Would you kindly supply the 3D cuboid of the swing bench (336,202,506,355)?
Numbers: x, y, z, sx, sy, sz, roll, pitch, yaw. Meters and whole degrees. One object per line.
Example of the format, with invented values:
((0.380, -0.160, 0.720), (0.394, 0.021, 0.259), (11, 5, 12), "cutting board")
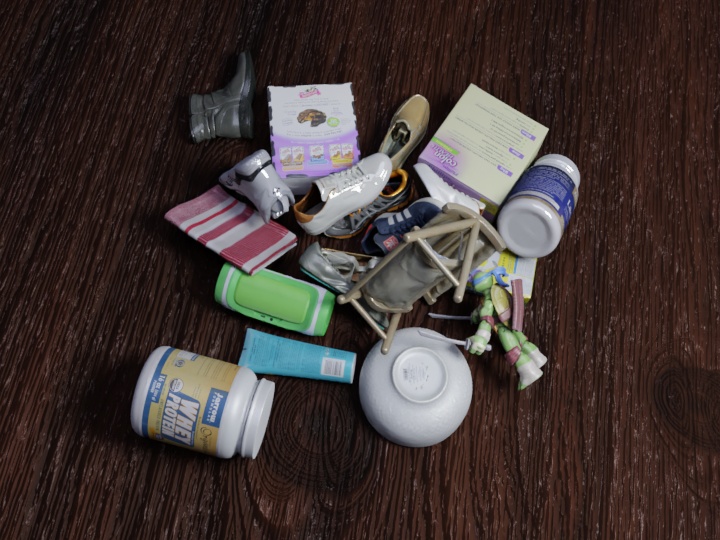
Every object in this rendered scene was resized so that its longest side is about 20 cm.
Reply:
((0.100, 0.001, 1.336), (0.130, 0.199, 0.200), (48, 40, 0), "swing bench")

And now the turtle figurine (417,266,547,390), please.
((0.214, 0.115, 1.398), (0.199, 0.144, 0.195), (-38, 89, -9), "turtle figurine")

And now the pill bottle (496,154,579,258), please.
((0.326, -0.122, 1.482), (0.115, 0.117, 0.201), (29, 44, 8), "pill bottle")

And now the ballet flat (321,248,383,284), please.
((0.000, 0.000, 1.459), (0.196, 0.063, 0.070), (7, 64, -2), "ballet flat")

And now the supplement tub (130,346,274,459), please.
((-0.246, 0.212, 1.303), (0.197, 0.145, 0.147), (14, 66, 2), "supplement tub")

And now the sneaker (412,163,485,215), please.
((0.168, -0.115, 1.465), (0.084, 0.073, 0.202), (-29, 75, -12), "sneaker")

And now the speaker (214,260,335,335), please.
((-0.146, 0.048, 1.416), (0.197, 0.089, 0.090), (18, 66, 4), "speaker")

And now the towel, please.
((-0.226, -0.075, 1.450), (0.198, 0.023, 0.144), (32, 39, 17), "towel")

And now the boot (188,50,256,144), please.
((-0.270, -0.339, 1.590), (0.128, 0.068, 0.203), (-1, 65, 2), "boot")

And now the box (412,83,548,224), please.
((0.225, -0.215, 1.552), (0.174, 0.097, 0.201), (32, 67, 9), "box")

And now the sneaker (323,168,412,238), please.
((0.008, -0.130, 1.510), (0.198, 0.077, 0.079), (-31, 74, -14), "sneaker")

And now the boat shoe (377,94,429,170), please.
((0.084, -0.266, 1.574), (0.071, 0.076, 0.202), (21, 66, 6), "boat shoe")

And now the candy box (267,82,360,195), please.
((-0.089, -0.249, 1.557), (0.165, 0.072, 0.203), (-4, 67, -5), "candy box")

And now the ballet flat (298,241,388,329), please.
((-0.015, 0.023, 1.411), (0.199, 0.067, 0.064), (37, 93, -14), "ballet flat")

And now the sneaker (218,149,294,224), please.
((-0.184, -0.142, 1.461), (0.075, 0.199, 0.116), (-37, 102, -18), "sneaker")

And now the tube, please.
((-0.107, 0.150, 1.397), (0.196, 0.051, 0.079), (9, 62, 5), "tube")

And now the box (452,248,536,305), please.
((0.216, -0.016, 1.491), (0.197, 0.049, 0.119), (16, 65, 1), "box")

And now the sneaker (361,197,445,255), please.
((0.076, -0.065, 1.427), (0.084, 0.199, 0.075), (-44, 105, -34), "sneaker")

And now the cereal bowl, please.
((0.095, 0.186, 1.374), (0.196, 0.084, 0.203), (2, 67, -4), "cereal bowl")

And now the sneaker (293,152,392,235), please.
((-0.031, -0.144, 1.445), (0.199, 0.085, 0.073), (-40, 58, 1), "sneaker")
